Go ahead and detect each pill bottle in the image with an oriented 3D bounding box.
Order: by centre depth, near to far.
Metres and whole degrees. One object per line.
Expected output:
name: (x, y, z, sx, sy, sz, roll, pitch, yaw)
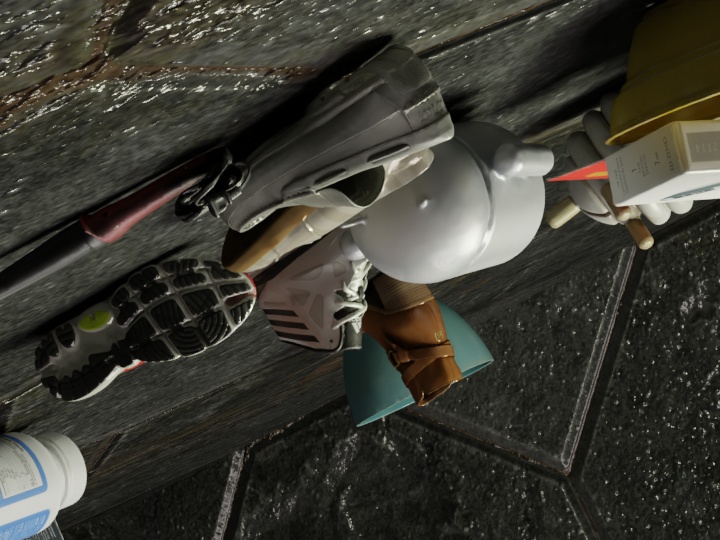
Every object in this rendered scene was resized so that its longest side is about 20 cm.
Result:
pill bottle: (-0.380, 0.230, 1.858, 0.112, 0.112, 0.200, -31, 171, 35)

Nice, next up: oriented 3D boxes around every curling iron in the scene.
curling iron: (-0.158, -0.023, 1.103, 0.200, 0.026, 0.050, -24, -149, 13)

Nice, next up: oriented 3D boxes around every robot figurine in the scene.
robot figurine: (0.063, -0.052, 1.345, 0.169, 0.113, 0.200, -31, 172, 29)

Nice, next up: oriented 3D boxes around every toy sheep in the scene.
toy sheep: (0.247, -0.098, 1.585, 0.200, 0.138, 0.138, -32, 172, 7)

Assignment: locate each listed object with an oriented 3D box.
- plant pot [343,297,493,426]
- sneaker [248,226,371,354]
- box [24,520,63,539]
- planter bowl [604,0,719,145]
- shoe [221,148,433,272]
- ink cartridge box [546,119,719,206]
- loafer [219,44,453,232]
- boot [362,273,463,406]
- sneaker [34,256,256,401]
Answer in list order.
plant pot: (0.056, 0.101, 2.365, 0.200, 0.135, 0.200, -26, 173, -3)
sneaker: (0.000, 0.000, 1.494, 0.200, 0.116, 0.076, -30, 172, 31)
box: (-0.506, 0.345, 2.279, 0.148, 0.107, 0.200, -29, 173, 31)
planter bowl: (0.261, -0.162, 1.315, 0.200, 0.084, 0.200, -17, 176, -1)
shoe: (-0.027, -0.045, 1.210, 0.200, 0.053, 0.070, -36, -147, 44)
ink cartridge box: (0.275, -0.078, 1.408, 0.200, 0.045, 0.176, -5, 170, -28)
loafer: (-0.020, -0.064, 1.102, 0.070, 0.070, 0.200, -39, -176, -40)
boot: (0.049, 0.087, 2.149, 0.077, 0.156, 0.200, -22, 172, -33)
sneaker: (-0.165, 0.035, 1.415, 0.200, 0.077, 0.085, -21, -174, 23)
